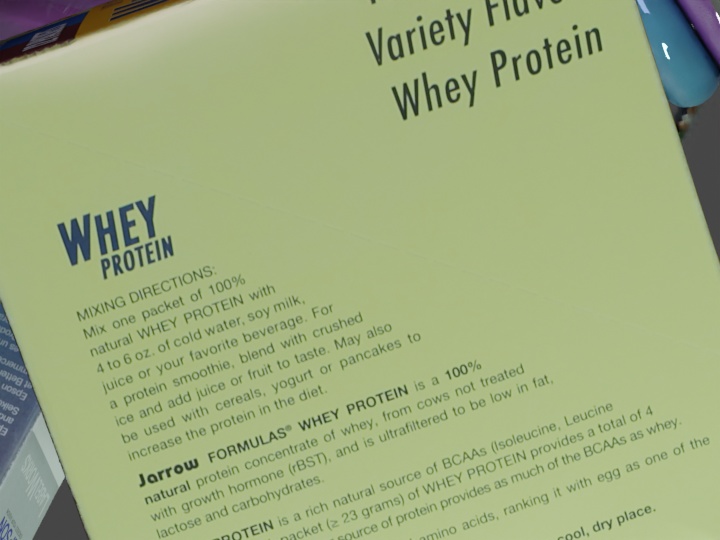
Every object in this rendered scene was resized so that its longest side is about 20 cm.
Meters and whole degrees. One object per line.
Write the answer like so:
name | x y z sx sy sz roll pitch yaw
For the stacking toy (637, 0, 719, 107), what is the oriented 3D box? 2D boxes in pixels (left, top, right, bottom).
stacking toy | 0.061 -0.062 0.889 0.200 0.085 0.086 -34 76 9

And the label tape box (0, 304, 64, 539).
label tape box | -0.174 0.043 0.889 0.143 0.066 0.201 22 69 12

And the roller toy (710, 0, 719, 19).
roller toy | 0.192 -0.106 0.750 0.182 0.200 0.140 -16 46 -9

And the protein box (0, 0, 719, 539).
protein box | 0.000 0.000 0.775 0.198 0.135 0.201 -19 101 0

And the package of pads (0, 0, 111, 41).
package of pads | -0.140 -0.113 0.908 0.199 0.076 0.121 23 45 12
